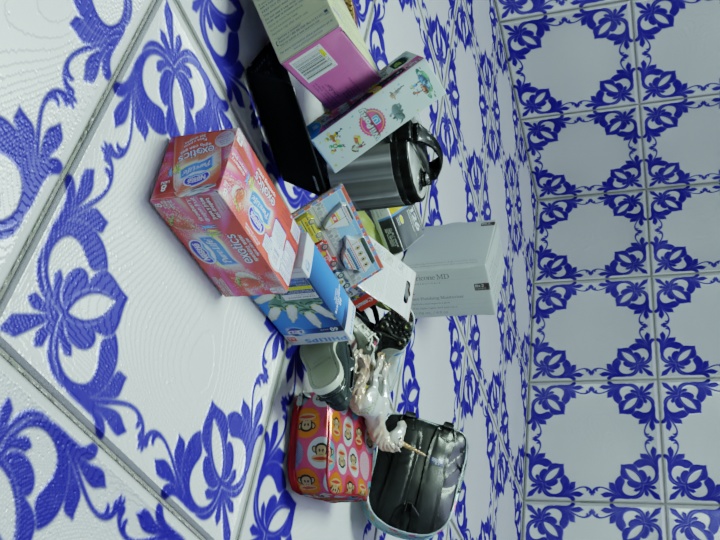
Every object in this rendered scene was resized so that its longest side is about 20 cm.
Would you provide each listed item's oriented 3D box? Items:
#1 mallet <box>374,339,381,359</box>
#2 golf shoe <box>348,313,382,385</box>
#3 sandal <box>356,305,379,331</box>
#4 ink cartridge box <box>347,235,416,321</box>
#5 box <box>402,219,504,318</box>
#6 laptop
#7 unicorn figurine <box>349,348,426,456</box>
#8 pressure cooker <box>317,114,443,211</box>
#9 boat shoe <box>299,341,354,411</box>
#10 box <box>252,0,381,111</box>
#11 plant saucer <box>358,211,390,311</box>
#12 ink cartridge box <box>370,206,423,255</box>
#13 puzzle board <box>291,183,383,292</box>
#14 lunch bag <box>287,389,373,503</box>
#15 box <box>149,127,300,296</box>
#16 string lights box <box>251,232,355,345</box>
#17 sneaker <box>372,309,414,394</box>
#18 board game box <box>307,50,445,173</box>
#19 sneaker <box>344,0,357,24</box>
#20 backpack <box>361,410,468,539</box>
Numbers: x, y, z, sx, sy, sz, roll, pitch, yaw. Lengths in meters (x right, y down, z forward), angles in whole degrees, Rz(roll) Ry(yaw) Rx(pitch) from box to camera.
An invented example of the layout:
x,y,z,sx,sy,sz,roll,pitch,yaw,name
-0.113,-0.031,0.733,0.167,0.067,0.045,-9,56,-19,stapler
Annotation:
x,y,z,sx,sy,sz,roll,pitch,yaw,name
-0.003,0.207,1.490,0.041,0.065,0.203,-37,135,-60,mallet
-0.013,0.101,1.396,0.077,0.087,0.202,-57,137,-57,golf shoe
-0.001,0.072,1.490,0.201,0.047,0.076,66,27,-44,sandal
0.000,0.000,1.370,0.199,0.050,0.110,36,46,-25,ink cartridge box
0.208,-0.004,1.867,0.201,0.196,0.132,-64,144,-54,box
-0.089,-0.227,1.221,0.201,0.102,0.179,-68,148,-50,laptop
0.025,0.206,1.318,0.199,0.073,0.139,31,55,-50,unicorn figurine
0.041,-0.190,1.430,0.176,0.197,0.181,-56,139,-63,pressure cooker
-0.042,0.140,1.255,0.066,0.074,0.200,57,3,-24,boat shoe
-0.074,-0.360,1.195,0.202,0.096,0.176,66,14,18,box
0.015,-0.016,1.516,0.201,0.031,0.201,57,21,-34,plant saucer
0.064,-0.146,1.662,0.200,0.047,0.200,67,26,-8,ink cartridge box
-0.056,-0.021,1.230,0.017,0.150,0.201,57,-3,40,puzzle board
-0.040,0.262,1.296,0.200,0.081,0.178,44,45,-61,lunch bag
-0.156,-0.064,1.012,0.201,0.094,0.101,61,31,-50,box
-0.087,0.030,1.177,0.201,0.101,0.060,59,31,-51,string lights box
0.049,0.144,1.513,0.073,0.071,0.202,-52,163,-62,sneaker
0.018,-0.241,1.261,0.064,0.199,0.148,52,5,-18,board game box
-0.034,-0.380,1.468,0.090,0.074,0.203,-31,121,-77,sneaker
0.090,0.374,1.498,0.151,0.175,0.202,109,-4,-62,backpack
